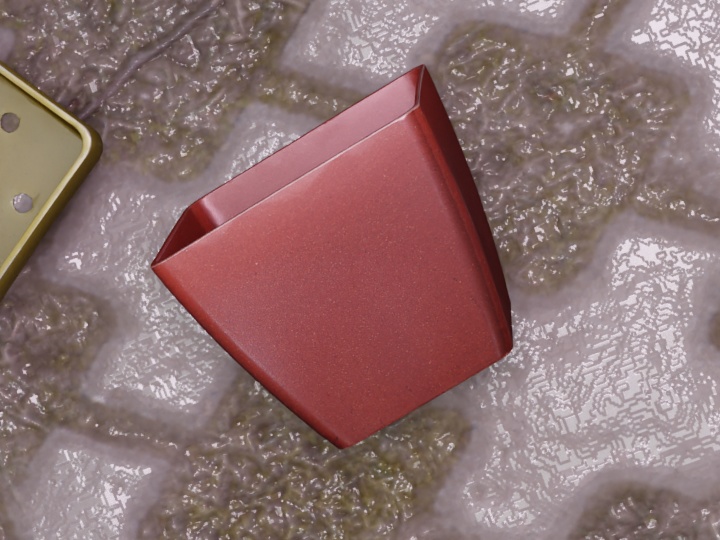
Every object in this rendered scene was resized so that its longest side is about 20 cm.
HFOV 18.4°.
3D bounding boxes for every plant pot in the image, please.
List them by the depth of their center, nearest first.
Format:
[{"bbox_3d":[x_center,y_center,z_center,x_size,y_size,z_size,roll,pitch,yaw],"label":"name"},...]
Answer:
[{"bbox_3d":[0.000,0.000,1.485,0.200,0.200,0.177,-30,100,9],"label":"plant pot"},{"bbox_3d":[-0.292,-0.069,1.527,0.200,0.176,0.200,36,98,5],"label":"plant pot"}]
